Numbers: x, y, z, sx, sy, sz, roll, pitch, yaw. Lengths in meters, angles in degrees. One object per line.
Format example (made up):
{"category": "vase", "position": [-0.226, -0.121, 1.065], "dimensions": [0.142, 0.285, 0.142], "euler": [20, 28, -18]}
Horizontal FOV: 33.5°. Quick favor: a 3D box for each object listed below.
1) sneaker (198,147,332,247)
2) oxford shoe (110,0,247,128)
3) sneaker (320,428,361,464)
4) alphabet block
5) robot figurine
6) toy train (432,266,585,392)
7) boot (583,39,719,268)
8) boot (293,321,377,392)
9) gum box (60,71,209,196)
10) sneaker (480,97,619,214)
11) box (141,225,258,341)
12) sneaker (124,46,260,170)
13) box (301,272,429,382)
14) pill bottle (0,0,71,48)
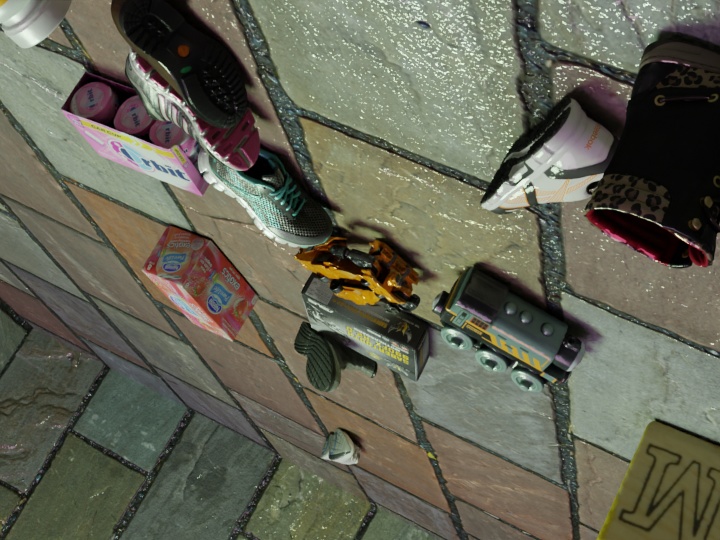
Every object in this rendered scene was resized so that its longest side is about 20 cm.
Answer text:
{"category": "sneaker", "position": [-0.112, -0.100, 1.509], "dimensions": [0.199, 0.078, 0.091], "euler": [34, 158, -16]}
{"category": "oxford shoe", "position": [-0.195, -0.235, 1.309], "dimensions": [0.084, 0.073, 0.200], "euler": [35, 170, 50]}
{"category": "sneaker", "position": [-0.034, 0.417, 2.796], "dimensions": [0.086, 0.076, 0.200], "euler": [20, 170, -7]}
{"category": "alphabet block", "position": [0.452, 0.352, 1.607], "dimensions": [0.198, 0.198, 0.196], "euler": [20, 159, 29]}
{"category": "robot figurine", "position": [0.000, 0.000, 1.616], "dimensions": [0.145, 0.059, 0.199], "euler": [41, 160, -30]}
{"category": "toy train", "position": [0.185, 0.076, 1.494], "dimensions": [0.198, 0.086, 0.114], "euler": [30, 153, 0]}
{"category": "boot", "position": [0.266, -0.070, 0.845], "dimensions": [0.198, 0.152, 0.073], "euler": [24, 162, 20]}
{"category": "boot", "position": [-0.025, 0.146, 1.944], "dimensions": [0.129, 0.069, 0.200], "euler": [18, -165, -21]}
{"category": "gum box", "position": [-0.280, -0.178, 1.573], "dimensions": [0.198, 0.067, 0.114], "euler": [22, 162, 25]}
{"category": "sneaker", "position": [0.172, -0.084, 1.091], "dimensions": [0.079, 0.075, 0.200], "euler": [30, 163, -7]}
{"category": "box", "position": [-0.273, 0.023, 2.054], "dimensions": [0.101, 0.096, 0.201], "euler": [20, 159, 31]}
{"category": "sneaker", "position": [-0.200, -0.194, 1.398], "dimensions": [0.200, 0.074, 0.087], "euler": [43, 159, -21]}
{"category": "box", "position": [0.010, 0.086, 1.845], "dimensions": [0.198, 0.049, 0.159], "euler": [27, 161, 13]}
{"category": "pill bottle", "position": [-0.407, -0.337, 1.280], "dimensions": [0.112, 0.114, 0.200], "euler": [11, 154, 46]}
